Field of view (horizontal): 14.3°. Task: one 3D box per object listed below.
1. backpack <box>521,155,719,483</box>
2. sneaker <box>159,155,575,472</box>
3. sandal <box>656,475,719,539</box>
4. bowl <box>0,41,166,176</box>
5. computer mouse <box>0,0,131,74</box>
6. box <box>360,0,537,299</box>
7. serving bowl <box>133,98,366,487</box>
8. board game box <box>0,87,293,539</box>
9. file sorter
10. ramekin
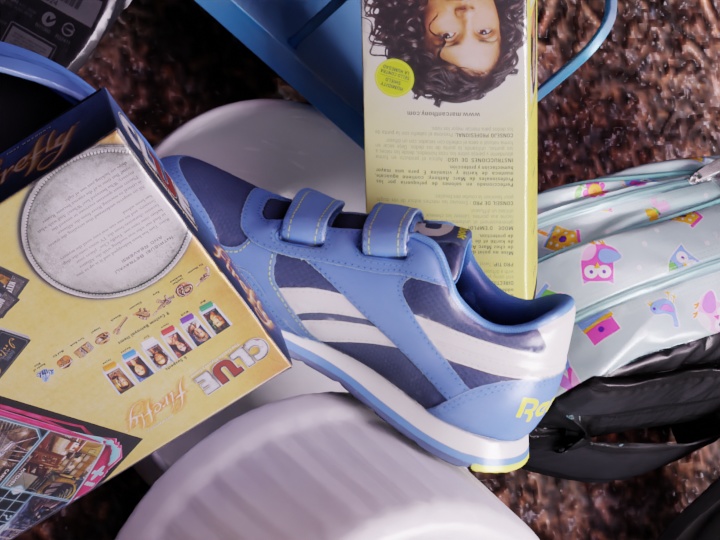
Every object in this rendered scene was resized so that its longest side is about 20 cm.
[{"bbox_3d":[0.135,0.018,1.370,0.199,0.167,0.127,-13,67,-35],"label":"backpack"},{"bbox_3d":[0.000,0.000,1.189,0.199,0.082,0.074,31,23,-2],"label":"sneaker"},{"bbox_3d":[0.198,0.117,1.368,0.075,0.200,0.045,11,34,-43],"label":"sandal"},{"bbox_3d":[-0.169,-0.003,1.127,0.200,0.201,0.039,27,22,-29],"label":"bowl"},{"bbox_3d":[-0.081,-0.147,1.177,0.140,0.046,0.201,23,89,8],"label":"computer mouse"},{"bbox_3d":[0.038,-0.074,1.214,0.050,0.075,0.201,-73,162,-64],"label":"box"},{"bbox_3d":[-0.044,0.028,1.274,0.199,0.066,0.202,10,74,-35],"label":"serving bowl"},{"bbox_3d":[-0.145,0.036,1.114,0.136,0.199,0.035,55,7,-34],"label":"board game box"},{"bbox_3d":[0.006,-0.160,1.285,0.200,0.123,0.139,40,27,-19],"label":"file sorter"},{"bbox_3d":[-0.008,0.160,1.192,0.199,0.098,0.202,-15,118,-30],"label":"ramekin"}]
